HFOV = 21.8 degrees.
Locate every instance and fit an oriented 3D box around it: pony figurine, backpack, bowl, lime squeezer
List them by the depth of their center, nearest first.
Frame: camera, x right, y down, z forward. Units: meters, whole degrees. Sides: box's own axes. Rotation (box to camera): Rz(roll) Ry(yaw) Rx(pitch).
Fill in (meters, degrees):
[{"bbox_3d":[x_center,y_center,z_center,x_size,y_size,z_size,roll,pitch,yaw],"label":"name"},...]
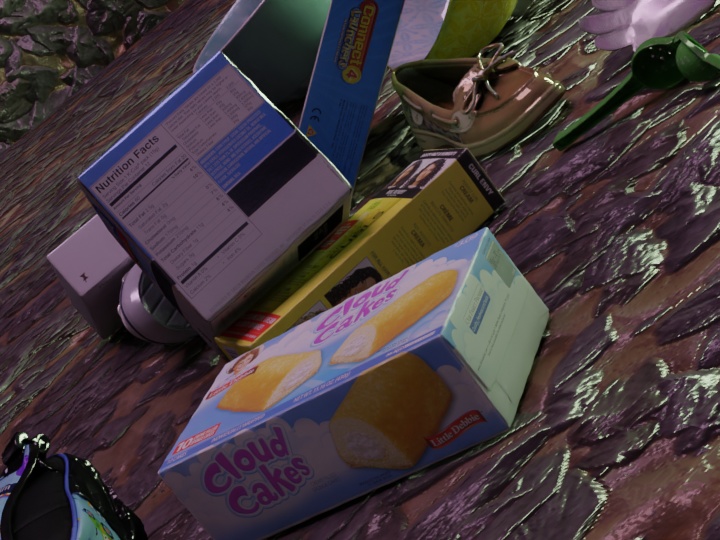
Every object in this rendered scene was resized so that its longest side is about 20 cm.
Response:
[{"bbox_3d":[-0.180,0.194,0.936,0.182,0.135,0.200,-39,16,-4],"label":"backpack"},{"bbox_3d":[0.195,-0.123,1.182,0.071,0.038,0.200,-46,19,-26],"label":"lime squeezer"},{"bbox_3d":[0.238,-0.263,1.320,0.193,0.167,0.200,-19,8,29],"label":"pony figurine"},{"bbox_3d":[0.092,-0.265,1.625,0.107,0.201,0.200,3,1,-22],"label":"bowl"},{"bbox_3d":[-0.072,-0.252,1.938,0.201,0.105,0.201,-49,14,16],"label":"bowl"}]

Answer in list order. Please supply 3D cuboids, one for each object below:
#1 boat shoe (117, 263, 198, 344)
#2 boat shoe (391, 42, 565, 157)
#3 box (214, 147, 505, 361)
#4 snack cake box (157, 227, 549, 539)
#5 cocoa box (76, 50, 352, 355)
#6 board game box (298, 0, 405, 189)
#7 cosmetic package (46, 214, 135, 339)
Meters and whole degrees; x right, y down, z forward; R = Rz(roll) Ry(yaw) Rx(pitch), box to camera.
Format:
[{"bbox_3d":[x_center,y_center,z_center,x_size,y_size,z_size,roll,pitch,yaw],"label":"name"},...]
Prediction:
[{"bbox_3d":[-0.156,0.026,1.482,0.067,0.074,0.200,-37,3,17],"label":"boat shoe"},{"bbox_3d":[0.080,-0.128,1.394,0.073,0.063,0.200,-43,17,-20],"label":"boat shoe"},{"bbox_3d":[0.000,0.000,1.236,0.200,0.050,0.075,-43,17,-15],"label":"box"},{"bbox_3d":[-0.003,0.067,1.029,0.200,0.067,0.115,-28,20,30],"label":"snack cake box"},{"bbox_3d":[-0.096,-0.042,1.288,0.133,0.131,0.200,-43,-5,-7],"label":"cocoa box"},{"bbox_3d":[-0.003,-0.180,1.527,0.196,0.056,0.200,-77,2,-65],"label":"board game box"},{"bbox_3d":[-0.165,-0.039,1.584,0.200,0.052,0.151,-41,-9,-11],"label":"cosmetic package"}]
